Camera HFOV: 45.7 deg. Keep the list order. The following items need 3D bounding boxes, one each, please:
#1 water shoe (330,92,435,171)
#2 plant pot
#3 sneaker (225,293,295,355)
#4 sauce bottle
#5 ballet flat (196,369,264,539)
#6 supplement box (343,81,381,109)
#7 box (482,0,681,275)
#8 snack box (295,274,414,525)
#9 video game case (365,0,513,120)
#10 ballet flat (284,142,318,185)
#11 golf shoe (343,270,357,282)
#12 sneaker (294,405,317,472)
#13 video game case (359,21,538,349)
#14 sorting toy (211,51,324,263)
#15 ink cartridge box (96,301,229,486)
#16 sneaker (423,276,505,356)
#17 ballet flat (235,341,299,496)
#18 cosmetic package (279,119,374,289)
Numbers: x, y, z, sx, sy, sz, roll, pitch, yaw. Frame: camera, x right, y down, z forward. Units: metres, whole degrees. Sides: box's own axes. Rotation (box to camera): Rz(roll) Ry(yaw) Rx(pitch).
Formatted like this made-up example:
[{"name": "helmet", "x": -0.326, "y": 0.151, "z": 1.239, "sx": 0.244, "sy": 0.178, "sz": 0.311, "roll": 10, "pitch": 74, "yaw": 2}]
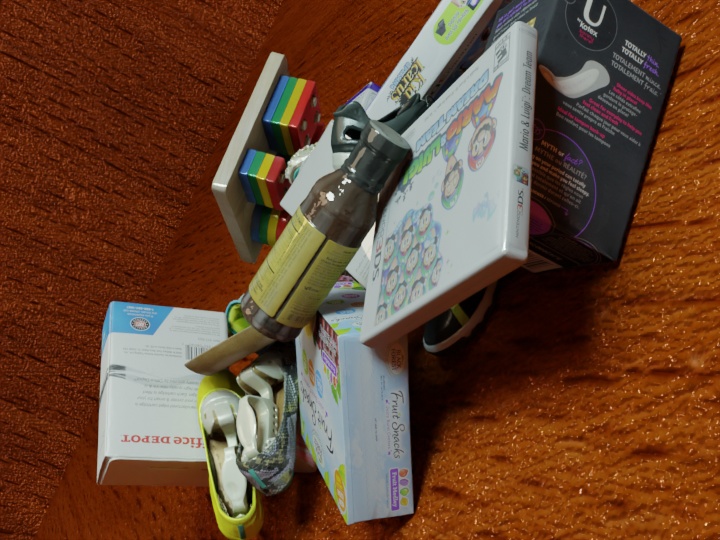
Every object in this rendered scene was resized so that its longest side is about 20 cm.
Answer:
[{"name": "water shoe", "x": 0.070, "y": -0.127, "z": 0.800, "sx": 0.071, "sy": 0.198, "sz": 0.080, "roll": -166, "pitch": 72, "yaw": -68}, {"name": "plant pot", "x": -0.102, "y": 0.068, "z": 0.956, "sx": 0.199, "sy": 0.028, "sz": 0.200, "roll": -29, "pitch": -2, "yaw": -1}, {"name": "sneaker", "x": -0.120, "y": 0.055, "z": 1.144, "sx": 0.080, "sy": 0.130, "sz": 0.200, "roll": -60, "pitch": 20, "yaw": 13}, {"name": "sauce bottle", "x": -0.028, "y": -0.032, "z": 0.718, "sx": 0.201, "sy": 0.064, "sz": 0.065, "roll": -54, "pitch": 22, "yaw": 20}, {"name": "ballet flat", "x": -0.141, "y": 0.189, "z": 0.927, "sx": 0.067, "sy": 0.066, "sz": 0.202, "roll": 88, "pitch": 169, "yaw": -60}, {"name": "supplement box", "x": 0.002, "y": -0.119, "z": 1.101, "sx": 0.103, "sy": 0.101, "sz": 0.202, "roll": -24, "pitch": 43, "yaw": 61}, {"name": "box", "x": 0.153, "y": -0.114, "z": 0.679, "sx": 0.106, "sy": 0.121, "sz": 0.202, "roll": -14, "pitch": 52, "yaw": 66}, {"name": "snack box", "x": -0.012, "y": 0.109, "z": 0.795, "sx": 0.200, "sy": 0.067, "sz": 0.171, "roll": -137, "pitch": 43, "yaw": -71}, {"name": "video game case", "x": 0.109, "y": -0.228, "z": 0.908, "sx": 0.182, "sy": 0.045, "sz": 0.200, "roll": -51, "pitch": -12, "yaw": 28}, {"name": "ballet flat", "x": 0.009, "y": -0.137, "z": 1.001, "sx": 0.064, "sy": 0.198, "sz": 0.076, "roll": -99, "pitch": 1, "yaw": -57}, {"name": "golf shoe", "x": 0.000, "y": 0.000, "z": 0.994, "sx": 0.200, "sy": 0.077, "sz": 0.095, "roll": -35, "pitch": 34, "yaw": 55}, {"name": "sneaker", "x": -0.094, "y": 0.179, "z": 1.009, "sx": 0.200, "sy": 0.075, "sz": 0.106, "roll": -19, "pitch": 49, "yaw": 56}, {"name": "video game case", "x": 0.061, "y": -0.055, "z": 0.632, "sx": 0.200, "sy": 0.023, "sz": 0.184, "roll": -38, "pitch": 39, "yaw": 56}, {"name": "sorting toy", "x": -0.102, "y": -0.132, "z": 1.092, "sx": 0.199, "sy": 0.069, "sz": 0.202, "roll": 82, "pitch": -155, "yaw": -65}, {"name": "ink cartridge box", "x": -0.234, "y": 0.147, "z": 1.019, "sx": 0.086, "sy": 0.145, "sz": 0.202, "roll": 125, "pitch": 145, "yaw": -48}, {"name": "sneaker", "x": 0.093, "y": -0.023, "z": 0.776, "sx": 0.201, "sy": 0.082, "sz": 0.072, "roll": -63, "pitch": 19, "yaw": 2}, {"name": "ballet flat", "x": -0.100, "y": 0.137, "z": 0.906, "sx": 0.072, "sy": 0.072, "sz": 0.201, "roll": -49, "pitch": 29, "yaw": 34}, {"name": "cosmetic package", "x": 0.016, "y": -0.056, "z": 0.887, "sx": 0.113, "sy": 0.081, "sz": 0.200, "roll": -54, "pitch": 49, "yaw": 13}]
